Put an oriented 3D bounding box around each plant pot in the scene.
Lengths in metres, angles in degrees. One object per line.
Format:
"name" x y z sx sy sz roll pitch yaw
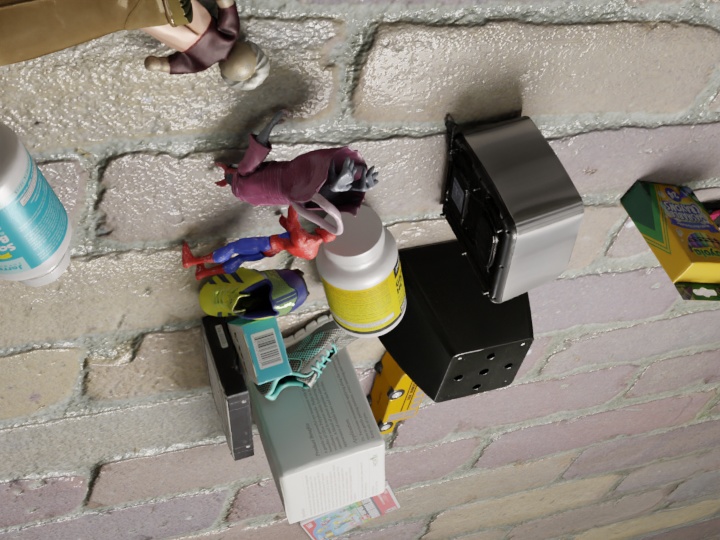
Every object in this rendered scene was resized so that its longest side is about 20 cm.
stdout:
"plant pot" 0.152 0.084 1.674 0.199 0.178 0.200 -10 146 -20

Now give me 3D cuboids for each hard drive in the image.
"hard drive" -0.195 0.175 1.618 0.038 0.140 0.200 -15 147 -12

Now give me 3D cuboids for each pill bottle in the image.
"pill bottle" -0.381 -0.062 1.185 0.111 0.111 0.200 -22 147 -3
"pill bottle" 0.000 0.000 1.515 0.112 0.113 0.200 -21 148 -5

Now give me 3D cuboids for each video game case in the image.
"video game case" -0.021 0.511 2.323 0.200 0.017 0.143 -23 148 -1

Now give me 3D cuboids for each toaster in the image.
"toaster" 0.192 -0.089 1.453 0.119 0.181 0.200 -19 148 -13

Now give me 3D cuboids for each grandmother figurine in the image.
"grandmother figurine" -0.170 -0.239 1.117 0.121 0.061 0.200 -31 145 27

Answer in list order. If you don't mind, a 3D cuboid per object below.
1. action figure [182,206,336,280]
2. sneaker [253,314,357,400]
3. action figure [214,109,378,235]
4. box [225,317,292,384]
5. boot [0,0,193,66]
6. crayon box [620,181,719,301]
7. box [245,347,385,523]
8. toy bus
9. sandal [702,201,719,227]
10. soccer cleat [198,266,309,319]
"action figure" -0.126 -0.053 1.417 0.200 0.099 0.065 -8 154 16
"sneaker" -0.078 0.136 1.681 0.200 0.091 0.078 -24 148 0
"action figure" -0.086 -0.096 1.291 0.200 0.149 0.134 1 144 22
"box" -0.142 0.105 1.512 0.049 0.082 0.200 -17 -177 -12
"boot" -0.265 -0.279 0.982 0.200 0.066 0.175 -9 114 4
"crayon box" 0.499 -0.045 1.687 0.126 0.200 0.052 2 139 -35
"box" -0.071 0.261 1.763 0.171 0.199 0.200 -16 147 -11
"toy bus" 0.065 0.203 1.893 0.078 0.065 0.200 -12 145 -20
"sandal" 0.576 -0.077 1.833 0.200 0.045 0.075 -15 147 -13
"soccer cleat" -0.155 0.033 1.440 0.200 0.065 0.084 -6 -164 43
